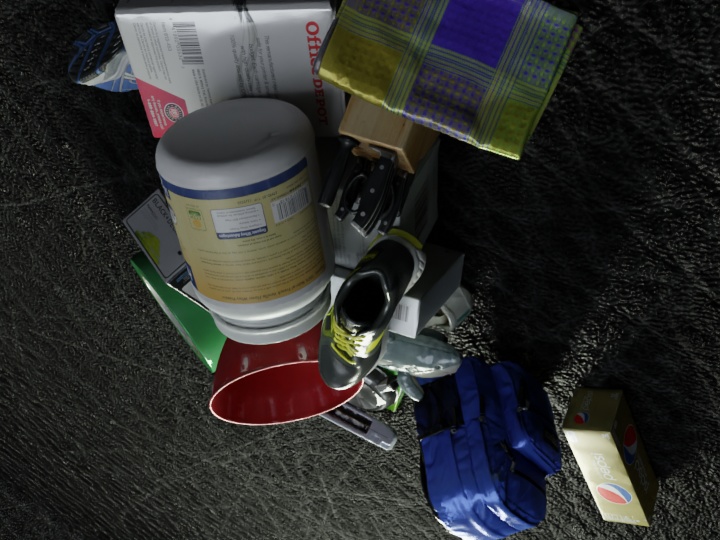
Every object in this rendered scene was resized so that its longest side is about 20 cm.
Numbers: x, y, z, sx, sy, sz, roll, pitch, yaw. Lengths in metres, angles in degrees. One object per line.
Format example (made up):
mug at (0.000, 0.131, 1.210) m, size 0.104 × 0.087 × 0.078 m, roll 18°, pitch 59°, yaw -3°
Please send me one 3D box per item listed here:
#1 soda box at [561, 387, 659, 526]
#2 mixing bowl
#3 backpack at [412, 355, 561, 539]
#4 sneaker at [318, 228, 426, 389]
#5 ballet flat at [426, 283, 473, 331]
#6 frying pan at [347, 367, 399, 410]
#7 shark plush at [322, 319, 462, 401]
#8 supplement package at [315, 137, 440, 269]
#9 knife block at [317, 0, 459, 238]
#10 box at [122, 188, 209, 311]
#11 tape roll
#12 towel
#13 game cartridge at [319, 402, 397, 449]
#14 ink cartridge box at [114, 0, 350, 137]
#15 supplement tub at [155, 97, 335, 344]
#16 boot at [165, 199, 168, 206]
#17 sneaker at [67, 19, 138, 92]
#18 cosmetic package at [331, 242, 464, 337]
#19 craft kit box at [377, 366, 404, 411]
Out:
soda box at (0.324, 0.241, 1.090) m, size 0.064 × 0.068 × 0.200 m, roll -2°, pitch 132°, yaw 36°
mixing bowl at (-0.103, 0.114, 1.107) m, size 0.200 × 0.109 × 0.200 m, roll -11°, pitch 152°, yaw -6°
backpack at (0.156, 0.222, 1.050) m, size 0.168 × 0.200 × 0.162 m, roll -27°, pitch 135°, yaw 29°
sneaker at (-0.007, 0.048, 0.851) m, size 0.074 × 0.085 × 0.200 m, roll 31°, pitch 123°, yaw 12°
ballet flat at (0.039, 0.030, 1.050) m, size 0.200 × 0.070 × 0.070 m, roll 13°, pitch 140°, yaw 23°
frying pan at (0.031, 0.166, 1.178) m, size 0.190 × 0.031 × 0.115 m, roll 10°, pitch 140°, yaw 30°
shark plush at (0.031, 0.073, 1.041) m, size 0.200 × 0.091 × 0.083 m, roll 34°, pitch 166°, yaw 12°
supplement package at (-0.027, -0.088, 0.915) m, size 0.200 × 0.117 × 0.117 m, roll 17°, pitch 140°, yaw 18°
knife block at (0.023, -0.136, 0.753) m, size 0.064 × 0.176 × 0.200 m, roll 19°, pitch 130°, yaw 14°
box at (-0.202, -0.008, 1.076) m, size 0.117 × 0.060 × 0.200 m, roll 50°, pitch 180°, yaw 26°
tape roll at (-0.252, 0.053, 1.218) m, size 0.201 × 0.048 × 0.201 m, roll 50°, pitch 165°, yaw 18°
towel at (0.071, -0.191, 0.719) m, size 0.200 × 0.144 × 0.023 m, roll 26°, pitch 175°, yaw 5°
game cartridge at (-0.036, 0.213, 1.291) m, size 0.200 × 0.041 × 0.133 m, roll 26°, pitch 168°, yaw 9°
ink cartridge box at (-0.112, -0.208, 0.817) m, size 0.199 × 0.084 × 0.145 m, roll 0°, pitch 137°, yaw 7°
supplement tub at (-0.101, -0.044, 0.802) m, size 0.144 × 0.144 × 0.200 m, roll 11°, pitch 129°, yaw 25°
boot at (-0.150, -0.056, 1.021) m, size 0.158 × 0.079 × 0.211 m, roll 50°, pitch 180°, yaw -18°
sneaker at (-0.226, -0.248, 0.925) m, size 0.200 × 0.076 × 0.077 m, roll -11°, pitch 165°, yaw 32°
cosmetic package at (0.000, 0.000, 0.968) m, size 0.200 × 0.151 × 0.052 m, roll 16°, pitch 118°, yaw 20°
craft kit box at (-0.020, 0.094, 1.185) m, size 0.200 × 0.049 × 0.198 m, roll 23°, pitch 146°, yaw 11°
